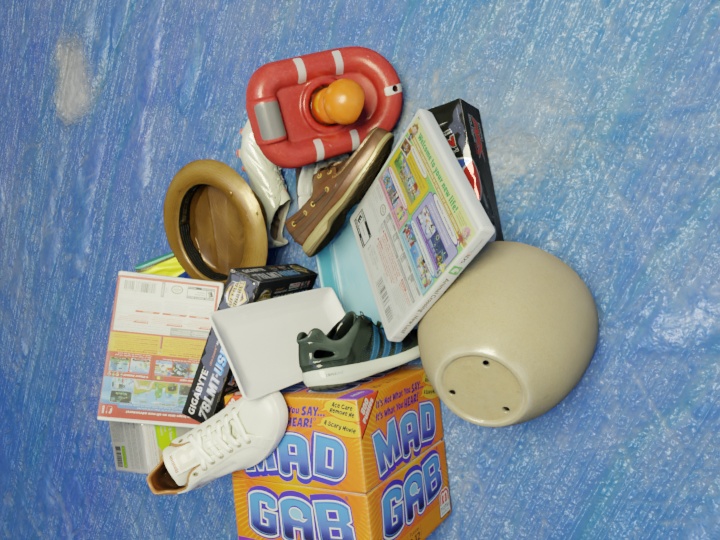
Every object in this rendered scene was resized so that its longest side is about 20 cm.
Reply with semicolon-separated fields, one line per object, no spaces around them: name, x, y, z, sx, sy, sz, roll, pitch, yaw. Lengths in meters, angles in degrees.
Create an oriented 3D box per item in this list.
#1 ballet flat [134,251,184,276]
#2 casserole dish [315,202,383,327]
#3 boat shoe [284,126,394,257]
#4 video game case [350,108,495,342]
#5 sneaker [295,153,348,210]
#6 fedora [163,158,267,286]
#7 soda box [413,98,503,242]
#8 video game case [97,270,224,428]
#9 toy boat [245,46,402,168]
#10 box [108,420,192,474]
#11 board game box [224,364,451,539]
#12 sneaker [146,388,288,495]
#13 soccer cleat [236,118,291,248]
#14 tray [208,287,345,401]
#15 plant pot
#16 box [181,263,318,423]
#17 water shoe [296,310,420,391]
ballet flat;-0.255;-0.020;0.886;0.067;0.200;0.067;65;166;-14
casserole dish;0.000;0.000;0.778;0.121;0.039;0.201;-12;86;33
boat shoe;-0.033;-0.107;0.719;0.068;0.072;0.200;42;118;5
video game case;0.057;-0.052;0.632;0.182;0.022;0.200;-55;37;37
sneaker;-0.063;-0.171;0.801;0.082;0.077;0.201;21;107;58
fedora;-0.193;-0.063;0.805;0.200;0.082;0.201;10;112;26
soda box;0.122;-0.097;0.674;0.063;0.071;0.201;-12;87;31
video game case;-0.270;0.108;0.761;0.142;0.017;0.201;7;85;-7
toy boat;-0.033;-0.204;0.686;0.131;0.199;0.131;23;131;61
box;-0.270;0.225;0.866;0.101;0.200;0.113;-13;85;39
board game box;-0.023;0.239;0.712;0.199;0.200;0.201;-7;89;32
sneaker;-0.166;0.205;0.632;0.200;0.085;0.073;-41;70;22
soccer cleat;-0.139;-0.133;0.844;0.077;0.069;0.201;8;105;27
tray;-0.085;0.084;0.676;0.022;0.200;0.108;-40;72;38
plant pot;0.144;0.087;0.596;0.200;0.134;0.201;12;121;20
box;-0.144;0.091;0.767;0.050;0.200;0.199;22;99;13
water shoe;0.013;0.084;0.680;0.071;0.200;0.079;-19;85;46
